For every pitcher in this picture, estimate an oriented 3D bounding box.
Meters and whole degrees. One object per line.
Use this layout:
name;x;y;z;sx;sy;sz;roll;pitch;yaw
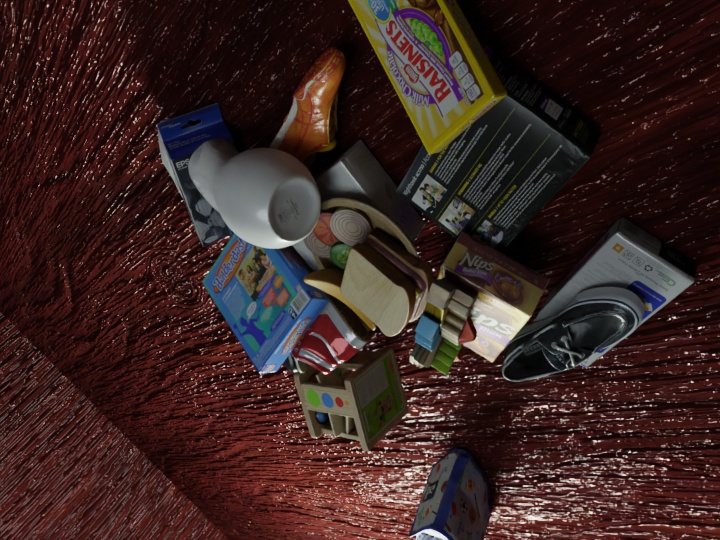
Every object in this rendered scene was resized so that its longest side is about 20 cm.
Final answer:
pitcher;-0.130;-0.084;0.781;0.198;0.121;0.173;24;151;46

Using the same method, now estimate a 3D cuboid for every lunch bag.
lunch bag;0.170;0.457;1.088;0.121;0.171;0.203;11;136;24

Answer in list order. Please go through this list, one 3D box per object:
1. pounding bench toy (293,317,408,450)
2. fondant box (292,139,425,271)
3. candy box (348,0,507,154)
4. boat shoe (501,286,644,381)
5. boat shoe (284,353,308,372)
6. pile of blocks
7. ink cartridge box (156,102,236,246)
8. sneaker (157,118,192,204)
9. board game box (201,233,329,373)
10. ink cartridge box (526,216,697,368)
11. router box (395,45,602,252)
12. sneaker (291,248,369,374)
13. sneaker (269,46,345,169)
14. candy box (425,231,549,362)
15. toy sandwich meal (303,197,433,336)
pounding bench toy;-0.031;0.179;1.012;0.154;0.123;0.204;-2;109;41
fondant box;-0.024;-0.070;0.822;0.145;0.058;0.199;50;142;-12
candy box;0.057;-0.229;0.571;0.102;0.026;0.203;-35;80;53
boat shoe;0.242;0.085;0.689;0.072;0.068;0.199;45;141;-8
boat shoe;-0.131;0.073;0.973;0.062;0.074;0.206;-15;86;13
pile of blocks;0.105;0.084;0.705;0.061;0.083;0.201;28;159;19
ink cartridge box;-0.229;-0.141;0.887;0.039;0.098;0.203;47;156;46
sneaker;-0.270;-0.157;0.947;0.099;0.074;0.203;33;147;41
board game box;-0.154;0.032;0.909;0.153;0.045;0.201;-51;60;19
ink cartridge box;0.286;0.034;0.685;0.094;0.037;0.201;33;139;7
router box;0.141;-0.116;0.642;0.148;0.051;0.201;37;144;3
sneaker;-0.081;0.068;0.923;0.112;0.071;0.201;-45;66;17
sneaker;-0.052;-0.197;0.723;0.076;0.074;0.200;31;151;-8
candy box;0.150;0.041;0.741;0.115;0.057;0.201;30;158;12
toy sandwich meal;0.000;0.000;0.763;0.202;0.070;0.208;24;140;22
